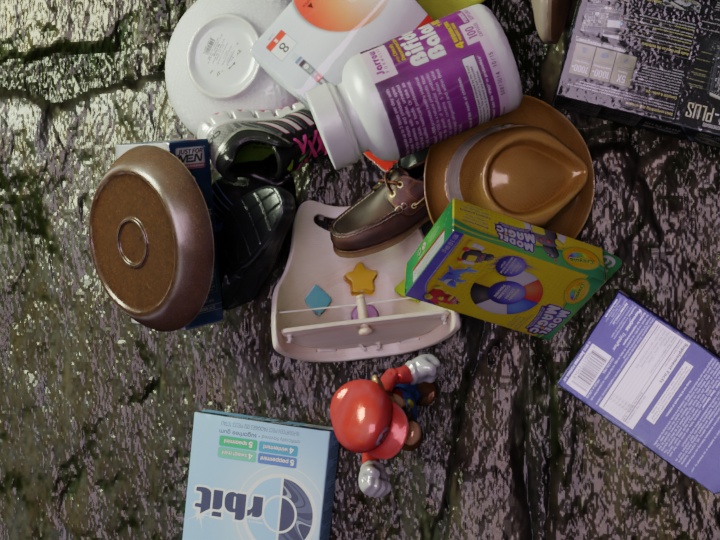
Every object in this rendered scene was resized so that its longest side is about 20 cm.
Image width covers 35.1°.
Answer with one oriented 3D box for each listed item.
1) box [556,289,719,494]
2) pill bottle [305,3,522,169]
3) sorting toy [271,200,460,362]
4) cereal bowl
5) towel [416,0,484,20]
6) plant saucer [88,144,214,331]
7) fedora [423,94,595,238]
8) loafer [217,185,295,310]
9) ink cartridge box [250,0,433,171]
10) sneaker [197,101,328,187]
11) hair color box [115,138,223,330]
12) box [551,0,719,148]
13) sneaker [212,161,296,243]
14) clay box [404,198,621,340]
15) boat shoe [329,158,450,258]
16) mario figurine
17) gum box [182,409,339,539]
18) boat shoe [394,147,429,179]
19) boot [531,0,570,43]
[{"bbox_3d":[0.320,0.126,1.182,0.199,0.032,0.122,36,98,17],"label":"box"},{"bbox_3d":[0.050,-0.176,1.126,0.198,0.112,0.113,-23,81,-1],"label":"pill bottle"},{"bbox_3d":[0.000,0.000,1.256,0.197,0.107,0.182,-6,72,1],"label":"sorting toy"},{"bbox_3d":[-0.141,-0.238,1.313,0.198,0.083,0.203,0,89,17],"label":"cereal bowl"},{"bbox_3d":[0.050,-0.287,1.269,0.199,0.018,0.087,-31,83,27],"label":"towel"},{"bbox_3d":[-0.232,-0.032,1.213,0.199,0.034,0.203,9,103,41],"label":"plant saucer"},{"bbox_3d":[0.166,-0.093,1.169,0.198,0.082,0.203,0,90,-18],"label":"fedora"},{"bbox_3d":[-0.118,-0.025,1.264,0.200,0.072,0.073,-46,57,43],"label":"loafer"},{"bbox_3d":[0.004,-0.227,1.205,0.200,0.050,0.162,42,89,22],"label":"ink cartridge box"},{"bbox_3d":[-0.077,-0.136,1.257,0.197,0.074,0.088,-7,47,-13],"label":"sneaker"},{"bbox_3d":[-0.210,-0.042,1.254,0.099,0.060,0.203,4,102,42],"label":"hair color box"},{"bbox_3d":[0.312,-0.227,1.156,0.198,0.086,0.166,14,92,7],"label":"box"},{"bbox_3d":[-0.162,-0.071,1.327,0.198,0.070,0.079,-12,62,22],"label":"sneaker"},{"bbox_3d":[0.157,0.006,1.155,0.198,0.115,0.048,18,49,-15],"label":"clay box"},{"bbox_3d":[0.052,-0.085,1.220,0.199,0.071,0.070,-29,41,-12],"label":"boat shoe"},{"bbox_3d":[0.043,0.160,1.178,0.105,0.200,0.125,-20,83,16],"label":"mario figurine"},{"bbox_3d":[-0.116,0.272,1.304,0.168,0.045,0.203,5,88,17],"label":"gum box"},{"bbox_3d":[0.087,-0.188,1.249,0.074,0.066,0.201,33,97,16],"label":"boat shoe"},{"bbox_3d":[0.159,-0.352,1.240,0.145,0.070,0.203,8,89,23],"label":"boot"}]
